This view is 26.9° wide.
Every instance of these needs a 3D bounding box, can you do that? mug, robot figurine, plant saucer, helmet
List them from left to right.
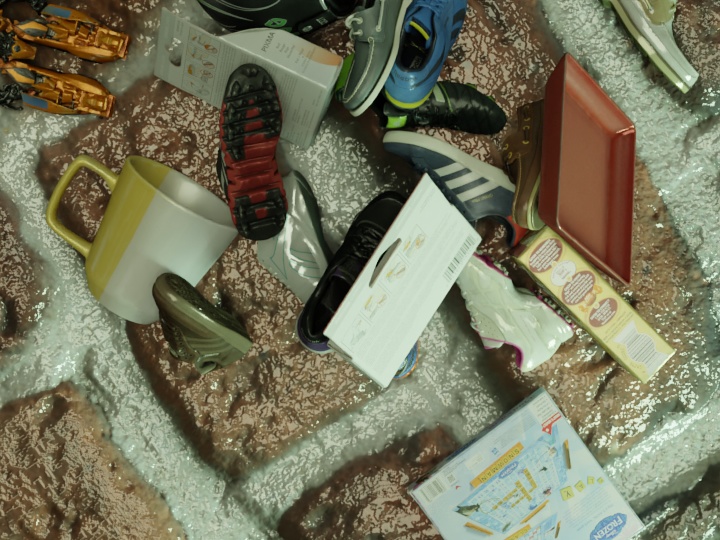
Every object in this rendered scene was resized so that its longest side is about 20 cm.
[{"bbox_3d":[-0.369,-0.248,1.717,0.199,0.058,0.146,14,93,-1],"label":"robot figurine"},{"bbox_3d":[-0.247,-0.036,1.702,0.186,0.149,0.154,38,103,25],"label":"mug"},{"bbox_3d":[-0.103,-0.352,1.645,0.189,0.200,0.202,4,94,24],"label":"helmet"},{"bbox_3d":[0.246,-0.105,1.644,0.036,0.199,0.201,-6,68,31],"label":"plant saucer"}]

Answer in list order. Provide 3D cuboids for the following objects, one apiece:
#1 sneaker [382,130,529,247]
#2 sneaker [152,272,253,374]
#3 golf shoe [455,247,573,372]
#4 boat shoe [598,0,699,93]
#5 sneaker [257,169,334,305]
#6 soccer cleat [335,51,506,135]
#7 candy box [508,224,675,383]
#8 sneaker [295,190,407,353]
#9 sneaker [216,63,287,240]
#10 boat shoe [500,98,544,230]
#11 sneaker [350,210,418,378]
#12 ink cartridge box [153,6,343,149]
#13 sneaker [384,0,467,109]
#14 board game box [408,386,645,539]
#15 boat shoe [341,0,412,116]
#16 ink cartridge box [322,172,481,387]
[{"bbox_3d":[0.108,-0.090,1.714,0.199,0.075,0.085,25,89,-1],"label":"sneaker"},{"bbox_3d":[-0.187,0.070,1.672,0.075,0.200,0.071,-41,59,3],"label":"sneaker"},{"bbox_3d":[0.147,0.036,1.724,0.200,0.075,0.092,38,97,-1],"label":"golf shoe"},{"bbox_3d":[0.324,-0.294,1.700,0.068,0.075,0.200,-38,92,8],"label":"boat shoe"},{"bbox_3d":[-0.070,-0.009,1.731,0.080,0.070,0.202,-20,87,11],"label":"sneaker"},{"bbox_3d":[0.066,-0.186,1.705,0.199,0.068,0.081,21,56,4],"label":"soccer cleat"},{"bbox_3d":[0.258,0.034,1.700,0.055,0.115,0.200,-45,92,2],"label":"candy box"},{"bbox_3d":[0.000,0.000,1.647,0.075,0.088,0.201,29,81,4],"label":"sneaker"},{"bbox_3d":[-0.124,-0.137,1.647,0.070,0.098,0.202,-11,121,-14],"label":"sneaker"},{"bbox_3d":[0.188,-0.118,1.672,0.067,0.201,0.072,5,134,14],"label":"boat shoe"},{"bbox_3d":[0.032,0.028,1.721,0.075,0.078,0.202,-13,93,1],"label":"sneaker"},{"bbox_3d":[-0.126,-0.223,1.667,0.199,0.162,0.050,28,68,0],"label":"ink cartridge box"},{"bbox_3d":[0.077,-0.277,1.671,0.065,0.079,0.201,17,65,6],"label":"sneaker"},{"bbox_3d":[0.192,0.275,1.752,0.199,0.041,0.200,-36,92,2],"label":"board game box"},{"bbox_3d":[0.008,-0.266,1.631,0.061,0.073,0.201,24,76,-24],"label":"boat shoe"},{"bbox_3d":[0.034,0.006,1.605,0.045,0.176,0.201,29,81,33],"label":"ink cartridge box"}]
